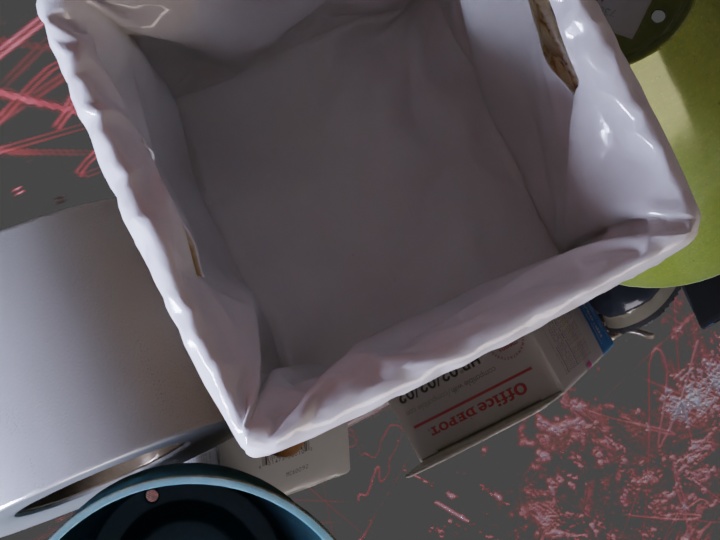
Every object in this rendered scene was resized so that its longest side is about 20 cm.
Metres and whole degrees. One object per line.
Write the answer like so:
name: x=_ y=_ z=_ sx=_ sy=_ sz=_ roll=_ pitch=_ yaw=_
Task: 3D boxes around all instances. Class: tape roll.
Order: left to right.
tape roll: x=-0.174 y=0.060 z=0.907 sx=0.202 sy=0.140 sz=0.203 roll=-22 pitch=171 yaw=-4

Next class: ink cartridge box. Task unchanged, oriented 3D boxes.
ink cartridge box: x=0.091 y=0.067 z=1.070 sx=0.115 sy=0.068 sz=0.200 roll=-30 pitch=178 yaw=22

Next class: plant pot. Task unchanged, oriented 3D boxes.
plant pot: x=-0.098 y=0.201 z=0.905 sx=0.199 sy=0.201 sz=0.188 roll=-25 pitch=-174 yaw=-4
plant pot: x=0.146 y=-0.110 z=0.838 sx=0.187 sy=0.188 sz=0.200 roll=-27 pitch=155 yaw=9

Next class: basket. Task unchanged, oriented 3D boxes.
basket: x=0.002 y=-0.050 z=0.652 sx=0.199 sy=0.199 sz=0.161 roll=-26 pitch=174 yaw=-4

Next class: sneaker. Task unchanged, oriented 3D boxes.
sneaker: x=0.209 y=-0.047 z=1.131 sx=0.070 sy=0.082 sz=0.200 roll=-20 pitch=-153 yaw=40

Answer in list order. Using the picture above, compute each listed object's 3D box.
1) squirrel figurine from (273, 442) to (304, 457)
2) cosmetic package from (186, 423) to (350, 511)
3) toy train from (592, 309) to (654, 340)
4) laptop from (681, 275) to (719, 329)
squirrel figurine: x=-0.001 y=-0.021 z=0.830 sx=0.186 sy=0.142 sz=0.200 roll=-20 pitch=148 yaw=6
cosmetic package: x=-0.105 y=0.085 z=1.098 sx=0.107 sy=0.085 sz=0.200 roll=-16 pitch=-157 yaw=-30
toy train: x=0.143 y=0.042 z=1.221 sx=0.199 sy=0.085 sz=0.116 roll=5 pitch=-175 yaw=23
laptop: x=0.314 y=-0.088 z=1.239 sx=0.200 sy=0.116 sz=0.187 roll=-56 pitch=-175 yaw=-27
